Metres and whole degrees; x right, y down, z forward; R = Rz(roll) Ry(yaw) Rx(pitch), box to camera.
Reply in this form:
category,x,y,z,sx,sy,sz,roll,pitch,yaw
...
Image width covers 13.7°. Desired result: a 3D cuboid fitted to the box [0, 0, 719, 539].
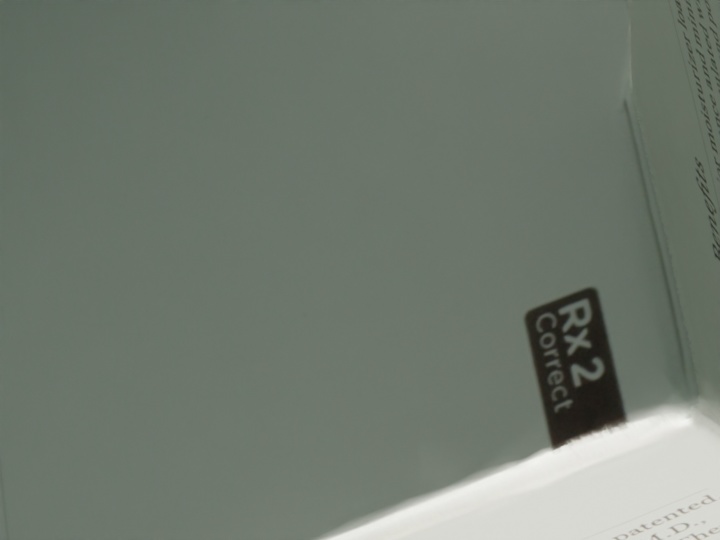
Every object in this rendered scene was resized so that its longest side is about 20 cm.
category,x,y,z,sx,sy,sz,roll,pitch,yaw
box,0.000,0.000,0.728,0.199,0.200,0.131,-22,149,21
